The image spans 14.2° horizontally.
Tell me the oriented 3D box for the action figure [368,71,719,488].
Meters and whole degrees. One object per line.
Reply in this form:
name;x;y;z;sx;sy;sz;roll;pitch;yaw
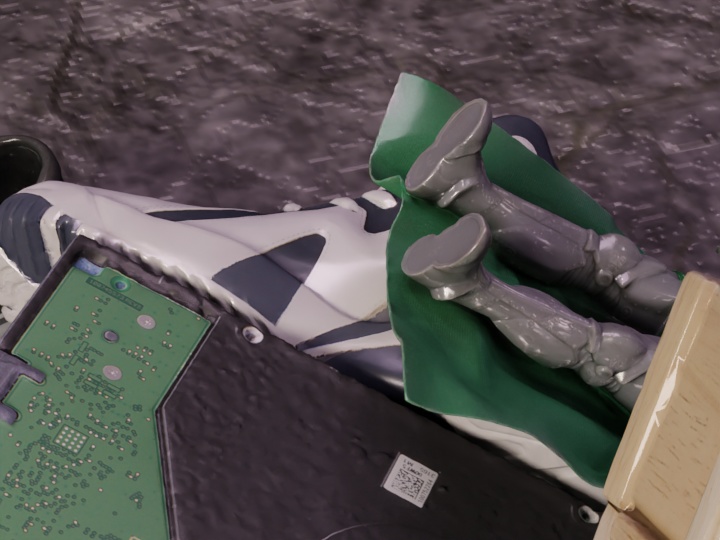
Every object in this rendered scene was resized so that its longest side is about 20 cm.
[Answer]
action figure;0.093;0.029;0.781;0.200;0.055;0.118;31;42;-29

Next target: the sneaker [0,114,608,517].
sneaker;0.000;0.000;0.851;0.199;0.080;0.130;16;41;12

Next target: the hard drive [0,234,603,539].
hard drive;-0.019;0.087;0.743;0.200;0.038;0.140;28;43;1

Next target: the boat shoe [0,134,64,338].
boat shoe;-0.170;0.015;0.839;0.200;0.057;0.069;-26;49;-30

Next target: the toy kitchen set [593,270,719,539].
toy kitchen set;0.013;0.095;0.557;0.180;0.200;0.163;18;7;-15
